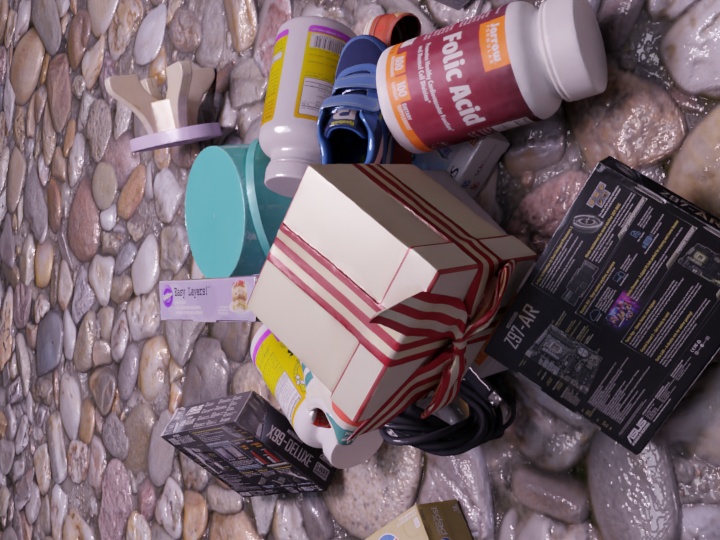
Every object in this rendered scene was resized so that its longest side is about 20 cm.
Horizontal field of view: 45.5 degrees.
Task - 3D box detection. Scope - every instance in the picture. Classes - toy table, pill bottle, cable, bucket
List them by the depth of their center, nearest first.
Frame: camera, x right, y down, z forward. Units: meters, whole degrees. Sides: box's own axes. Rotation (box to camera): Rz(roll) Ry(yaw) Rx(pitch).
[{"bbox_3d":[0.126,-0.190,0.829,0.200,0.114,0.114,-12,76,31],"label":"pill bottle"},{"bbox_3d":[0.052,0.110,0.867,0.200,0.163,0.051,43,131,27],"label":"cable"},{"bbox_3d":[-0.063,-0.191,1.024,0.104,0.104,0.200,-10,66,50],"label":"pill bottle"},{"bbox_3d":[-0.051,0.144,1.050,0.200,0.104,0.104,50,123,40],"label":"pill bottle"},{"bbox_3d":[-0.134,-0.075,1.130,0.207,0.135,0.207,9,102,54],"label":"bucket"},{"bbox_3d":[-0.303,-0.257,1.363,0.200,0.184,0.117,-4,100,42],"label":"toy table"}]

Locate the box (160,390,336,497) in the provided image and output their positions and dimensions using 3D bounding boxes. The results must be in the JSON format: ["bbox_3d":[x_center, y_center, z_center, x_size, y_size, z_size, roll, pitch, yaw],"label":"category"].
[{"bbox_3d":[-0.147,0.232,1.120,0.200,0.158,0.050,-21,33,48],"label":"box"}]

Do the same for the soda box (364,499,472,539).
[{"bbox_3d":[0.037,0.328,0.956,0.200,0.064,0.068,-46,53,37],"label":"soda box"}]

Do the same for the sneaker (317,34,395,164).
[{"bbox_3d":[-0.001,-0.158,0.870,0.074,0.082,0.200,-5,71,20],"label":"sneaker"}]

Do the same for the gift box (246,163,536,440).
[{"bbox_3d":[0.022,0.025,0.767,0.187,0.200,0.185,41,124,27],"label":"gift box"}]

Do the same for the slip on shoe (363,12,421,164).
[{"bbox_3d":[0.038,-0.192,0.938,0.061,0.074,0.200,-11,72,46],"label":"slip on shoe"}]

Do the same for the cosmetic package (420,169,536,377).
[{"bbox_3d":[0.102,-0.002,0.868,0.200,0.071,0.101,49,122,25],"label":"cosmetic package"}]

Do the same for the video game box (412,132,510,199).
[{"bbox_3d":[0.059,-0.128,0.991,0.182,0.047,0.200,-59,46,25],"label":"video game box"}]

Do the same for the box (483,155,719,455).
[{"bbox_3d":[0.221,0.031,0.721,0.160,0.044,0.200,34,115,16],"label":"box"}]

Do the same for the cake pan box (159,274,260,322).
[{"bbox_3d":[-0.100,0.027,0.961,0.200,0.184,0.052,-4,88,49],"label":"cake pan box"}]

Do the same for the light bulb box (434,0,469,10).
[{"bbox_3d":[0.105,-0.426,0.901,0.200,0.125,0.198,-34,60,43],"label":"light bulb box"}]

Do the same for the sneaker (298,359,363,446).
[{"bbox_3d":[-0.045,0.119,0.951,0.200,0.070,0.093,36,109,56],"label":"sneaker"}]
